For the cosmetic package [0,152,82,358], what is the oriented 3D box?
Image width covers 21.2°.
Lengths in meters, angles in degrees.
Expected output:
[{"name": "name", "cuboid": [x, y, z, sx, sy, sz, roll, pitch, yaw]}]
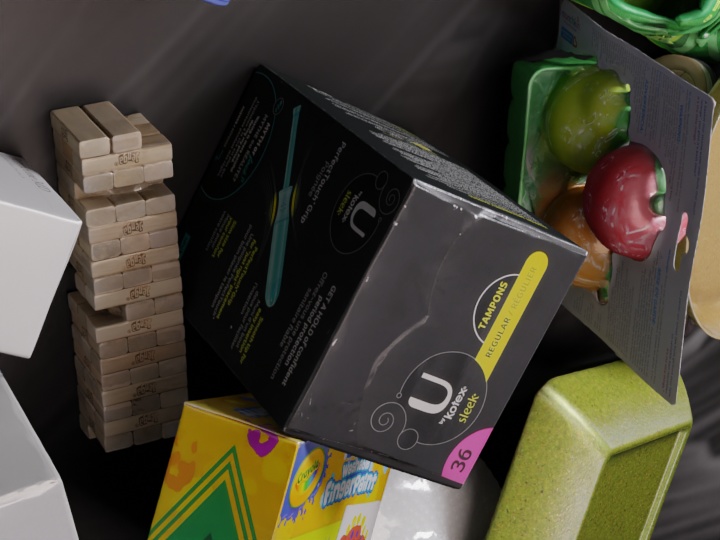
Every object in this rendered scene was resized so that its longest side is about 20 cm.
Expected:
[{"name": "cosmetic package", "cuboid": [-0.258, -0.029, 0.981, 0.200, 0.108, 0.085, 14, 104, -33]}]

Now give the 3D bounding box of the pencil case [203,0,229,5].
[{"name": "pencil case", "cuboid": [-0.070, -0.241, 1.000, 0.087, 0.078, 0.200, 15, 105, -32]}]

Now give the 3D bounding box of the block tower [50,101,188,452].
[{"name": "block tower", "cuboid": [-0.135, 0.008, 1.093, 0.054, 0.058, 0.200, -12, 118, -22]}]

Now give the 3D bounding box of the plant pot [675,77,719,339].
[{"name": "plant pot", "cuboid": [0.244, -0.056, 1.210, 0.200, 0.027, 0.200, -30, 129, -46]}]

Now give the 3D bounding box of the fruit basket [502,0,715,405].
[{"name": "fruit basket", "cuboid": [0.155, -0.046, 1.134, 0.094, 0.200, 0.186, -7, 115, -24]}]

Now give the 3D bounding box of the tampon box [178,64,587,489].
[{"name": "tampon box", "cuboid": [0.000, 0.000, 1.073, 0.126, 0.200, 0.150, 21, 102, -33]}]

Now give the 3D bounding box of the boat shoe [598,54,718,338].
[{"name": "boat shoe", "cuboid": [0.201, -0.042, 1.243, 0.065, 0.072, 0.200, -12, 113, -44]}]

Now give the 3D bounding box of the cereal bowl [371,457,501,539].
[{"name": "cereal bowl", "cuboid": [0.017, 0.199, 1.244, 0.200, 0.083, 0.200, -11, 116, -22]}]

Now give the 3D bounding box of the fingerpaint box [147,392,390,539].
[{"name": "fingerpaint box", "cuboid": [-0.055, 0.156, 1.086, 0.200, 0.073, 0.167, 0, 107, -73]}]

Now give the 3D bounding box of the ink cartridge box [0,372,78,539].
[{"name": "ink cartridge box", "cuboid": [-0.235, 0.143, 1.015, 0.144, 0.200, 0.147, -20, 120, -16]}]

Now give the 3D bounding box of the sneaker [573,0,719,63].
[{"name": "sneaker", "cuboid": [0.200, -0.164, 1.173, 0.200, 0.084, 0.074, 10, 107, -31]}]

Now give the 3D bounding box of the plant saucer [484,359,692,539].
[{"name": "plant saucer", "cuboid": [0.149, 0.160, 1.260, 0.200, 0.048, 0.200, -8, 119, -58]}]
